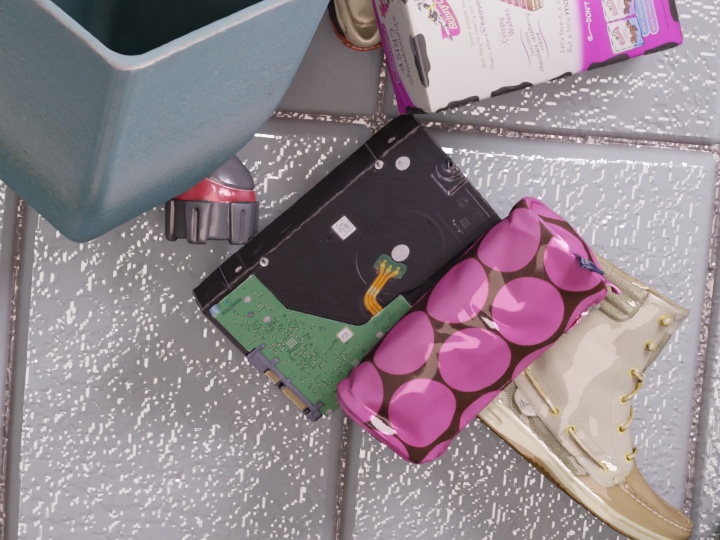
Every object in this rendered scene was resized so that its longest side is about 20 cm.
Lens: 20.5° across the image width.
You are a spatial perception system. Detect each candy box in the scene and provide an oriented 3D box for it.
[{"bbox_3d":[0.109,-0.195,1.362,0.200,0.061,0.136,-16,98,-20],"label":"candy box"}]

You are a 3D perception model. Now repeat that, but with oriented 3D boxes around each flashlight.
[{"bbox_3d":[-0.101,-0.119,1.399,0.068,0.068,0.200,0,97,-41],"label":"flashlight"}]

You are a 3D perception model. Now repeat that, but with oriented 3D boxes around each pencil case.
[{"bbox_3d":[0.081,0.047,1.381,0.200,0.091,0.094,-44,106,10],"label":"pencil case"}]

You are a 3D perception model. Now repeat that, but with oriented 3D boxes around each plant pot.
[{"bbox_3d":[-0.165,-0.136,1.288,0.196,0.196,0.200,39,135,21],"label":"plant pot"}]

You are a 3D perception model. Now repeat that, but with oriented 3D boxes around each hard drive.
[{"bbox_3d":[0.000,0.000,1.405,0.200,0.038,0.140,-41,120,4],"label":"hard drive"}]

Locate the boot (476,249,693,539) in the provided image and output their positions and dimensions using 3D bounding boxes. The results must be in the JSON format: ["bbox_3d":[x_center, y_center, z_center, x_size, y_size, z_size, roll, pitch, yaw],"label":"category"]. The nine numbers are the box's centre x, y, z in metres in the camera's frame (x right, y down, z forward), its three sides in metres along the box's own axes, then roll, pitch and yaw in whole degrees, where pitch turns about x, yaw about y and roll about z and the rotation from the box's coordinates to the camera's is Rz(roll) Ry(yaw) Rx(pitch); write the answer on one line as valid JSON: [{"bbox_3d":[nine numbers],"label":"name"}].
[{"bbox_3d":[0.190,0.092,1.425,0.200,0.072,0.155,39,95,2],"label":"boot"}]

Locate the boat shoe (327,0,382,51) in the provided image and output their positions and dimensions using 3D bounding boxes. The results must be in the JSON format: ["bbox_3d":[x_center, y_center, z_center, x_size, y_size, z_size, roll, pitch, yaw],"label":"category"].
[{"bbox_3d":[0.003,-0.252,1.382,0.071,0.063,0.200,1,96,1],"label":"boat shoe"}]
